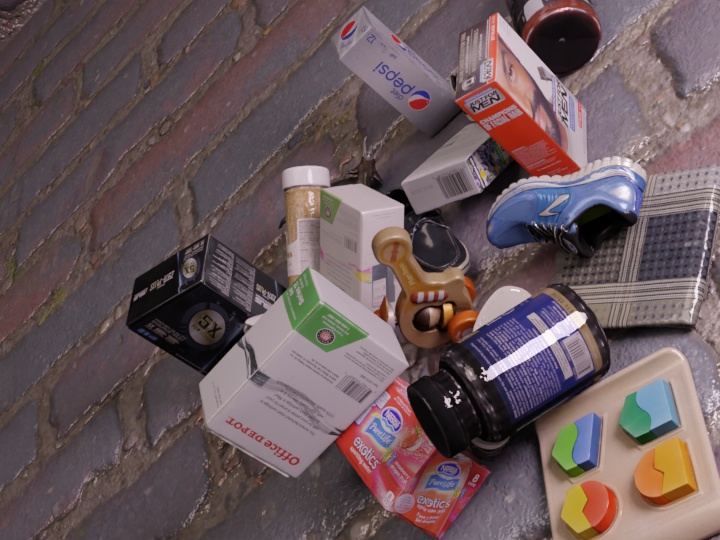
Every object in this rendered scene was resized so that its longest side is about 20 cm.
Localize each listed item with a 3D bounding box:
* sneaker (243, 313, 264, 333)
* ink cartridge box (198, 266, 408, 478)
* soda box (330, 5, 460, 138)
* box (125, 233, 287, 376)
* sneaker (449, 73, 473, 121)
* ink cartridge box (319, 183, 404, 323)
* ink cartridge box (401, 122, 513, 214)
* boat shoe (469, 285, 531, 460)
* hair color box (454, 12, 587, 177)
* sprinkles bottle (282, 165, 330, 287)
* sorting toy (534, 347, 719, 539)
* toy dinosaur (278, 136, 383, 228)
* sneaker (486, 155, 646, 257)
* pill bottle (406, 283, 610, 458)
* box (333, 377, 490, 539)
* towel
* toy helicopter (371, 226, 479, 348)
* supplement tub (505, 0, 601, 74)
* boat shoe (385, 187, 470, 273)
[{"bbox_3d":[-0.106,0.144,1.534,0.075,0.086,0.202,110,152,-53],"label":"sneaker"},{"bbox_3d":[-0.068,0.120,1.325,0.200,0.146,0.083,-45,31,13],"label":"ink cartridge box"},{"bbox_3d":[0.051,-0.274,1.620,0.068,0.199,0.064,-42,38,19],"label":"soda box"},{"bbox_3d":[-0.200,0.062,1.640,0.163,0.199,0.087,-27,42,32],"label":"box"},{"bbox_3d":[0.155,-0.244,1.542,0.074,0.080,0.200,-50,10,4],"label":"sneaker"},{"bbox_3d":[0.000,0.000,1.528,0.117,0.067,0.203,32,126,54],"label":"ink cartridge box"},{"bbox_3d":[0.148,-0.149,1.517,0.108,0.051,0.200,-17,17,40],"label":"ink cartridge box"},{"bbox_3d":[0.156,0.115,1.309,0.073,0.061,0.202,8,61,4],"label":"boat shoe"},{"bbox_3d":[0.196,-0.197,1.393,0.063,0.199,0.112,-23,46,36],"label":"hair color box"},{"bbox_3d":[-0.072,-0.041,1.624,0.068,0.068,0.203,-10,81,44],"label":"sprinkles bottle"},{"bbox_3d":[0.257,0.192,1.151,0.184,0.036,0.202,-33,41,28],"label":"sorting toy"},{"bbox_3d":[-0.032,-0.099,1.704,0.199,0.077,0.103,-31,30,37],"label":"toy dinosaur"},{"bbox_3d":[0.223,-0.058,1.303,0.199,0.078,0.090,-19,49,38],"label":"sneaker"},{"bbox_3d":[0.152,0.108,1.212,0.199,0.113,0.112,-29,34,-13],"label":"pill bottle"},{"bbox_3d":[0.046,0.199,1.336,0.100,0.095,0.200,-52,35,4],"label":"box"},{"bbox_3d":[0.300,-0.019,1.284,0.198,0.034,0.195,-5,62,45],"label":"towel"},{"bbox_3d":[0.058,0.024,1.375,0.131,0.201,0.079,-24,43,11],"label":"toy helicopter"},{"bbox_3d":[0.246,-0.358,1.544,0.107,0.107,0.201,-35,40,25],"label":"supplement tub"},{"bbox_3d":[0.080,-0.047,1.516,0.074,0.063,0.200,-32,37,-1],"label":"boat shoe"}]
